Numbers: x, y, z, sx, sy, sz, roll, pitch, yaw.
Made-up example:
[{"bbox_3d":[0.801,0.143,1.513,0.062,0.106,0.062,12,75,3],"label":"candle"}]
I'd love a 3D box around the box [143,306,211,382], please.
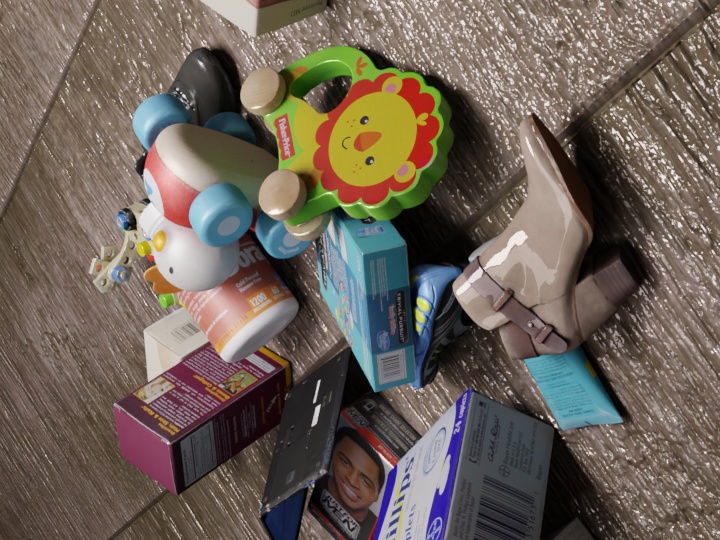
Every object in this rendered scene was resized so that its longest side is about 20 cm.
[{"bbox_3d":[-0.225,0.154,1.627,0.077,0.094,0.203,30,136,32],"label":"box"}]

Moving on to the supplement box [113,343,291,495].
[{"bbox_3d":[-0.189,0.170,1.505,0.109,0.199,0.087,26,133,35],"label":"supplement box"}]

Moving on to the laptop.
[{"bbox_3d":[-0.048,0.221,1.421,0.103,0.179,0.199,33,132,-22],"label":"laptop"}]

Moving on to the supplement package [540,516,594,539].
[{"bbox_3d":[0.218,0.378,1.232,0.201,0.121,0.120,52,142,10],"label":"supplement package"}]

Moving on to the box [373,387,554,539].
[{"bbox_3d":[0.093,0.254,1.219,0.104,0.186,0.201,25,138,-9],"label":"box"}]

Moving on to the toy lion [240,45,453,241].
[{"bbox_3d":[-0.008,-0.130,1.152,0.189,0.069,0.203,-25,57,17],"label":"toy lion"}]

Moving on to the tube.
[{"bbox_3d":[0.170,0.062,1.145,0.077,0.050,0.202,-17,105,57],"label":"tube"}]

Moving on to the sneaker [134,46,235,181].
[{"bbox_3d":[-0.203,-0.166,1.389,0.076,0.090,0.201,47,140,19],"label":"sneaker"}]

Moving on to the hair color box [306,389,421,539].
[{"bbox_3d":[0.006,0.246,1.444,0.101,0.061,0.202,42,139,23],"label":"hair color box"}]

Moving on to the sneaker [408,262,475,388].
[{"bbox_3d":[0.080,0.057,1.218,0.201,0.081,0.072,100,156,-58],"label":"sneaker"}]

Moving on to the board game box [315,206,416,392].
[{"bbox_3d":[0.000,0.000,1.225,0.201,0.046,0.153,-121,23,-57],"label":"board game box"}]

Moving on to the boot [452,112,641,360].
[{"bbox_3d":[0.143,-0.016,1.062,0.145,0.070,0.202,-28,101,26],"label":"boot"}]

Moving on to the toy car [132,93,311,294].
[{"bbox_3d":[-0.179,-0.046,1.311,0.201,0.175,0.185,-55,51,23],"label":"toy car"}]

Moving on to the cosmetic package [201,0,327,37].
[{"bbox_3d":[-0.081,-0.332,1.126,0.087,0.103,0.202,37,139,28],"label":"cosmetic package"}]

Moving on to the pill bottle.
[{"bbox_3d":[-0.170,-0.002,1.441,0.201,0.112,0.112,53,143,9],"label":"pill bottle"}]

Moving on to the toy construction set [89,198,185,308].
[{"bbox_3d":[-0.261,-0.014,1.568,0.197,0.092,0.133,10,122,33],"label":"toy construction set"}]
